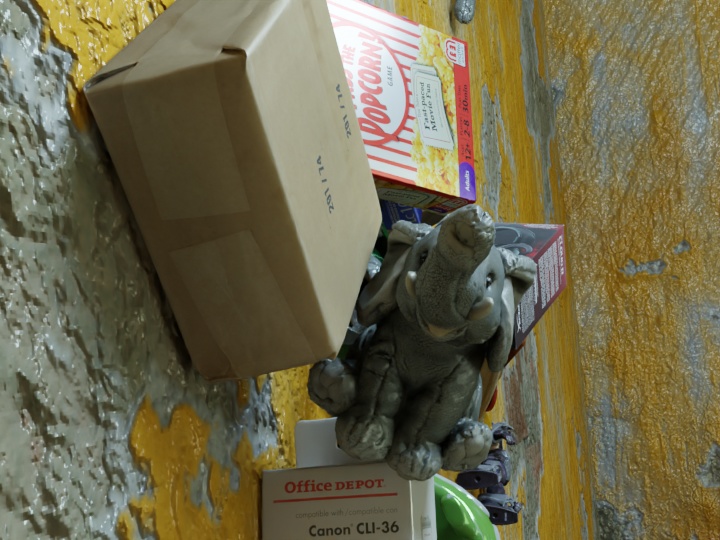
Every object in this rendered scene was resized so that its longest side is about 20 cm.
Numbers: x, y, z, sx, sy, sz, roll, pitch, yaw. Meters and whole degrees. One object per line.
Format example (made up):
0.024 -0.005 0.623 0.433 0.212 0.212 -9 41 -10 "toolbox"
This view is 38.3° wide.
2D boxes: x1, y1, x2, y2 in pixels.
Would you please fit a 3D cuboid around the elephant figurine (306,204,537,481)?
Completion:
0.057 0.027 0.689 0.155 0.140 0.202 49 -54 50 "elephant figurine"

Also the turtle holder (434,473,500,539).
0.060 0.227 0.820 0.132 0.183 0.143 29 55 -67 "turtle holder"

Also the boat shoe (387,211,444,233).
0.051 -0.075 1.117 0.065 0.072 0.200 43 31 8 "boat shoe"

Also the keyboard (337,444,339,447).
0.016 0.144 0.956 0.201 0.039 0.105 62 27 -48 "keyboard"

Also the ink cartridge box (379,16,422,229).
0.017 -0.132 1.004 0.201 0.075 0.137 -76 153 -45 "ink cartridge box"

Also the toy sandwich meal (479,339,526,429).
0.154 0.097 1.227 0.205 0.069 0.208 -166 -90 -79 "toy sandwich meal"

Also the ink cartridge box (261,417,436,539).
-0.007 0.200 0.734 0.067 0.115 0.203 37 47 -65 "ink cartridge box"

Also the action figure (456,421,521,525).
0.181 0.276 1.384 0.200 0.068 0.132 -22 99 -75 "action figure"

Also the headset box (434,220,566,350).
0.127 0.006 1.105 0.200 0.147 0.078 -38 126 -55 "headset box"

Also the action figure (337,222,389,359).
0.000 0.000 0.888 0.054 0.119 0.200 33 16 -16 "action figure"

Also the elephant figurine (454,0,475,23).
0.188 -0.510 1.595 0.155 0.141 0.201 47 45 -13 "elephant figurine"

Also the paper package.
-0.067 -0.068 0.669 0.191 0.102 0.202 -71 148 -57 "paper package"

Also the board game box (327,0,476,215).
0.008 -0.141 0.863 0.198 0.046 0.154 10 71 -37 "board game box"
